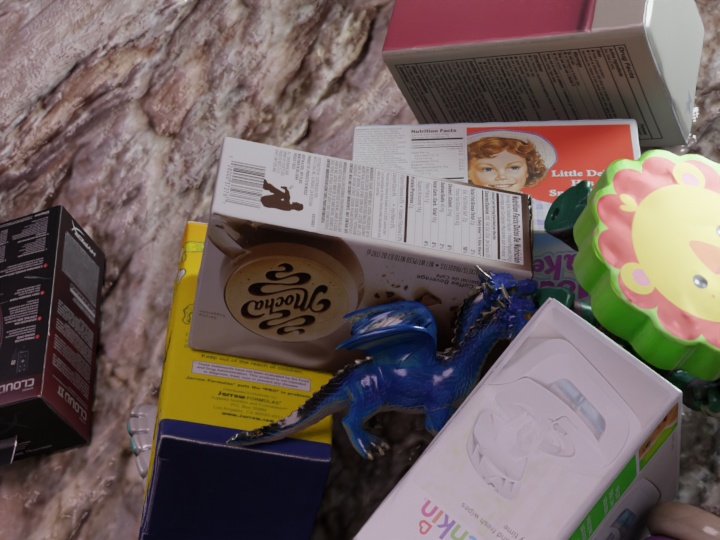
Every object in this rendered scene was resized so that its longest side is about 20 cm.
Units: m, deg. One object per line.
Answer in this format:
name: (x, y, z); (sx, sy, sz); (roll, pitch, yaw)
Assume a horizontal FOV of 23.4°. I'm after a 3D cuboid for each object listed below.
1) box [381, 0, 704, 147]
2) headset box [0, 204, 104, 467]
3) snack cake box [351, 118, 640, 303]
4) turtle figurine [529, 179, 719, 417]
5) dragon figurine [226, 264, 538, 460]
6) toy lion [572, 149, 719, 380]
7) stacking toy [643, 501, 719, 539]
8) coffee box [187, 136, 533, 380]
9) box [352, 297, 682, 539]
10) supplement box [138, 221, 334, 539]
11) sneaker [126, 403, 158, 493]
box: (0.134, -0.165, 1.255); (0.198, 0.128, 0.110); (-2, 55, 26)
headset box: (-0.284, 0.065, 1.344); (0.147, 0.075, 0.202); (-16, 51, 18)
snack cake box: (0.092, -0.040, 1.177); (0.198, 0.068, 0.116); (-1, 42, 3)
turtle figurine: (0.198, 0.029, 1.068); (0.101, 0.198, 0.151); (-42, 34, 47)
dragon figurine: (0.018, 0.053, 1.026); (0.198, 0.101, 0.059); (-4, 18, 6)
toy lion: (0.223, -0.005, 1.013); (0.191, 0.069, 0.200); (37, 50, 7)
stacking toy: (0.162, 0.237, 0.986); (0.085, 0.085, 0.201); (19, 72, 37)
coffee box: (0.000, 0.000, 1.084); (0.198, 0.114, 0.080); (11, 41, -6)
box: (0.094, 0.140, 0.995); (0.096, 0.200, 0.177); (35, 76, 21)
supplement box: (-0.078, 0.079, 1.144); (0.108, 0.110, 0.201); (9, 41, -7)
sneaker: (-0.097, 0.155, 1.185); (0.091, 0.078, 0.201); (-25, 51, 3)
